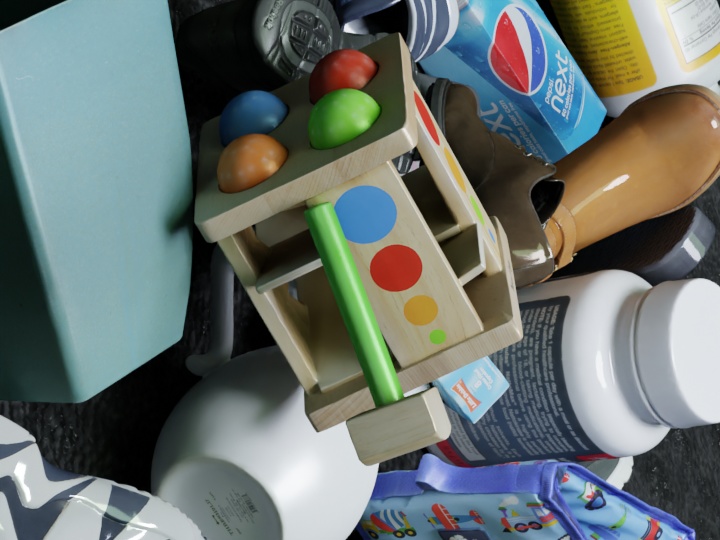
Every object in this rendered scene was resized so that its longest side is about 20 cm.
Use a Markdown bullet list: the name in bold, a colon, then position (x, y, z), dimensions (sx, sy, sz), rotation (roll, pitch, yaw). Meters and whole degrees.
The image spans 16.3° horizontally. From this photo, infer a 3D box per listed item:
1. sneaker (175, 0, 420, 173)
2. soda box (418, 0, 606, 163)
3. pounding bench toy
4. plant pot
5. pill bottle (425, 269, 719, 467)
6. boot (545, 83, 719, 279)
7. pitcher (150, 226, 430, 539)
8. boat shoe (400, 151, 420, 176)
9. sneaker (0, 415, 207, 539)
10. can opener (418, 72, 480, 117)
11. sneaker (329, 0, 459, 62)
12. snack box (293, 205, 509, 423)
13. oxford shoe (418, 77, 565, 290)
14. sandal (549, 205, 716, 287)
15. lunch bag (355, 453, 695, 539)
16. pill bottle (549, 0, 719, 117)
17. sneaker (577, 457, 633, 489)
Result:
- **sneaker**: position (-0.032, -0.113, 1.476), dimensions (0.200, 0.090, 0.076), rotation (36, 59, -51)
- **soda box**: position (0.083, -0.152, 1.687), dimensions (0.200, 0.068, 0.064), rotation (53, 46, -31)
- **pounding bench toy**: position (-0.004, -0.011, 1.312), dimensions (0.156, 0.124, 0.200), rotation (60, 12, -26)
- **plant pot**: position (-0.173, -0.040, 1.292), dimensions (0.141, 0.141, 0.201), rotation (-33, 115, -49)
- **pill bottle**: position (0.138, 0.063, 1.604), dimensions (0.119, 0.199, 0.120), rotation (13, 72, -49)
- **boot**: position (0.133, -0.037, 1.572), dimensions (0.074, 0.200, 0.155), rotation (56, 38, 1)
- **pitcher**: position (-0.055, 0.075, 1.443), dimensions (0.172, 0.121, 0.200), rotation (53, 33, -7)
- **boat shoe**: position (0.050, -0.055, 1.633), dimensions (0.199, 0.057, 0.067), rotation (2, 81, -51)
- **sneaker**: position (-0.166, 0.166, 1.301), dimensions (0.199, 0.079, 0.130), rotation (38, 56, -40)
- **can opener**: position (0.004, -0.123, 1.593), dimensions (0.200, 0.052, 0.067), rotation (14, 71, -50)
- **sneaker**: position (-0.008, -0.214, 1.550), dimensions (0.201, 0.070, 0.109), rotation (61, 24, -10)
- **snack box**: position (0.000, 0.000, 1.514), dimensions (0.037, 0.116, 0.200), rotation (-45, 122, -8)
- **oxford shoe**: position (0.078, -0.049, 1.521), dimensions (0.201, 0.084, 0.073), rotation (-101, -173, -50)
- **sandal**: position (0.174, -0.005, 1.682), dimensions (0.043, 0.200, 0.076), rotation (43, 77, -19)
- **lunch bag**: position (0.092, 0.161, 1.552), dimensions (0.200, 0.150, 0.095), rotation (43, 51, -44)
- **pill bottle**: position (0.201, -0.180, 1.803), dimensions (0.113, 0.112, 0.201), rotation (-42, 114, -47)
- **sneaker**: position (0.145, 0.093, 1.722), dimensions (0.085, 0.074, 0.200), rotation (54, 36, -21)
